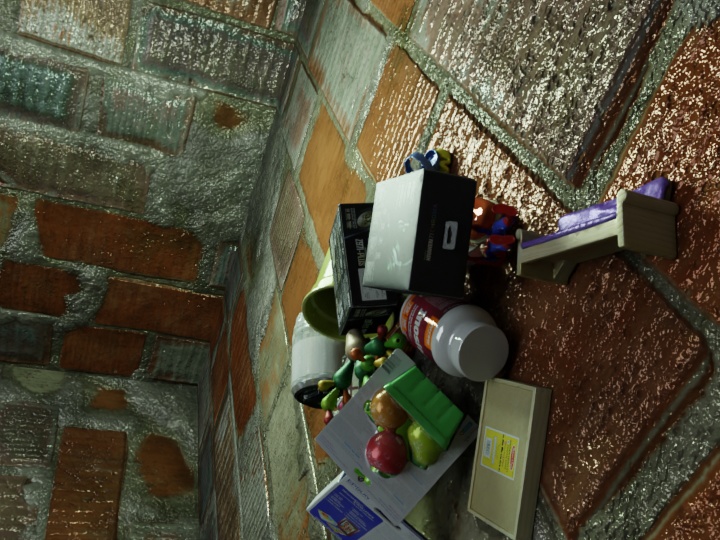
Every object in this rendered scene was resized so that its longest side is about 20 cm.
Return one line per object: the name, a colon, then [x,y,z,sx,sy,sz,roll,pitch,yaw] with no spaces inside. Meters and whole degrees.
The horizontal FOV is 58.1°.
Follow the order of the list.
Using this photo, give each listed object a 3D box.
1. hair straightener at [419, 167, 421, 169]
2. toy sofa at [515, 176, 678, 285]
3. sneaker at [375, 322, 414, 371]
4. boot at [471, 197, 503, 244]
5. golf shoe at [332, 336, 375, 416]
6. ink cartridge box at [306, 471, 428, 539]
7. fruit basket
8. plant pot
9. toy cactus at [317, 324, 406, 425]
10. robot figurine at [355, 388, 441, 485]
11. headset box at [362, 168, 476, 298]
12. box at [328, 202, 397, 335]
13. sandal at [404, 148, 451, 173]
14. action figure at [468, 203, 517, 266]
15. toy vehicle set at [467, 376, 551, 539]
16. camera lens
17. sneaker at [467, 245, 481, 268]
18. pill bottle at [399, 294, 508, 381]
hair straightener: [0.088,-0.152,1.398,0.201,0.040,0.078,120,151,-42]
toy sofa: [0.280,-0.049,0.793,0.200,0.082,0.099,156,121,-65]
sneaker: [0.051,0.179,1.290,0.077,0.072,0.202,-118,43,-53]
boot: [0.158,-0.099,1.099,0.200,0.106,0.076,20,90,65]
golf shoe: [0.006,0.227,1.246,0.088,0.076,0.203,29,117,44]
ink cartridge box: [0.024,0.426,1.096,0.047,0.197,0.201,-47,-5,-45]
fruit basket: [0.059,0.258,1.020,0.200,0.185,0.094,-48,-12,2]
plant pot: [-0.018,0.025,1.418,0.201,0.198,0.186,125,159,-47]
toy cactus: [-0.008,0.160,1.133,0.201,0.101,0.166,-55,24,19]
robot figurine: [0.062,0.275,1.115,0.174,0.115,0.202,25,81,42]
headset box: [0.088,-0.052,0.989,0.200,0.091,0.177,179,99,-70]
box: [0.000,0.000,1.209,0.164,0.085,0.203,113,152,-65]
sandal: [0.120,-0.146,1.246,0.079,0.086,0.203,-21,62,53]
action figure: [0.177,-0.049,0.962,0.200,0.097,0.066,46,-127,-76]
toy vehicle set: [0.206,0.257,0.913,0.124,0.026,0.203,179,100,-69]
camera lens: [-0.080,0.206,1.497,0.160,0.158,0.203,130,145,-51]
sneaker: [0.117,-0.039,1.133,0.199,0.075,0.116,-19,97,53]
pill bottle: [0.146,0.098,1.026,0.200,0.111,0.115,-148,70,-68]
